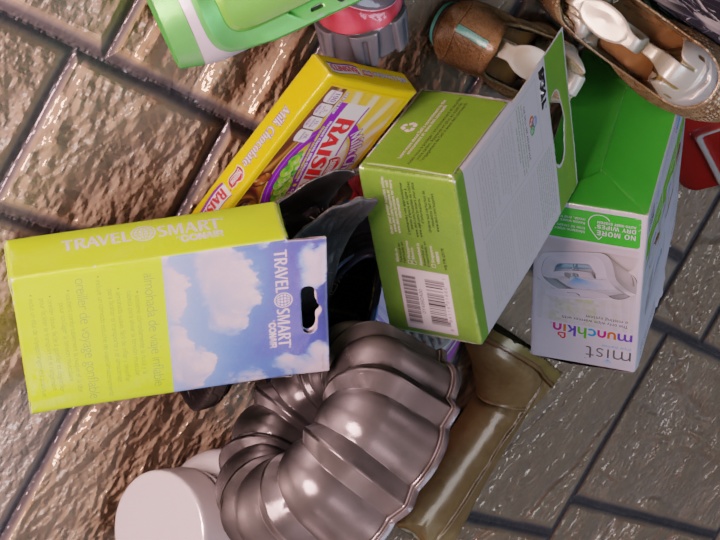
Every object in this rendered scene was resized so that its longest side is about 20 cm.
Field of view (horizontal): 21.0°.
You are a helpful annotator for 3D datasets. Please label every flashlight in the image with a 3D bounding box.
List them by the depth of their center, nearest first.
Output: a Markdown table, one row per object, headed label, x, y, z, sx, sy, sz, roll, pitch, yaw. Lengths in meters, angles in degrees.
| label | x | y | z | sx | sy | sz | roll | pitch | yaw |
| --- | --- | --- | --- | --- | --- | --- | --- | --- | --- |
| flashlight | -0.010 | -0.227 | 1.266 | 0.068 | 0.068 | 0.201 | -55 | 151 | -35 |

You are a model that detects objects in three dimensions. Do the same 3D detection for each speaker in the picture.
| label | x | y | z | sx | sy | sz | roll | pitch | yaw |
| --- | --- | --- | --- | --- | --- | --- | --- | --- | --- |
| speaker | -0.035 | -0.197 | 1.181 | 0.199 | 0.089 | 0.089 | -25 | 141 | -4 |

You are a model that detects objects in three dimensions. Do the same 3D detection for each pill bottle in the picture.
| label | x | y | z | sx | sy | sz | roll | pitch | yaw |
| --- | --- | --- | --- | --- | --- | --- | --- | --- | --- |
| pill bottle | -0.086 | 0.191 | 1.470 | 0.200 | 0.114 | 0.115 | 3 | 115 | -54 |

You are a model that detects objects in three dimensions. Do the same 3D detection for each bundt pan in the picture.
| label | x | y | z | sx | sy | sz | roll | pitch | yaw |
| --- | --- | --- | --- | --- | --- | --- | --- | --- | --- |
| bundt pan | -0.026 | 0.115 | 1.328 | 0.076 | 0.202 | 0.202 | 39 | 83 | -22 |

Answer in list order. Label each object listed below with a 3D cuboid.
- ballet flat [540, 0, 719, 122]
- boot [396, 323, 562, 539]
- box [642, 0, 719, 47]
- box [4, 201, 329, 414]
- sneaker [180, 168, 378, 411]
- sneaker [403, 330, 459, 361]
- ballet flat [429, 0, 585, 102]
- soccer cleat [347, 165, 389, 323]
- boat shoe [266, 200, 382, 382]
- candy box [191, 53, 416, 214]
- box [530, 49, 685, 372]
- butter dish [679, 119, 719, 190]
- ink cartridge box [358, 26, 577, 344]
| label | x | y | z | sx | sy | sz | roll | pitch | yaw |
| --- | --- | --- | --- | --- | --- | --- | --- | --- | --- |
| ballet flat | 0.222 | -0.172 | 1.516 | 0.071 | 0.199 | 0.065 | -57 | -171 | 18 |
| boot | 0.093 | 0.149 | 1.722 | 0.200 | 0.066 | 0.175 | -56 | 147 | -1 |
| box | 0.272 | -0.246 | 1.503 | 0.104 | 0.200 | 0.182 | -57 | 147 | 1 |
| box | -0.122 | 0.024 | 1.253 | 0.199 | 0.048 | 0.122 | -8 | 131 | -9 |
| sneaker | -0.062 | 0.017 | 1.348 | 0.104 | 0.060 | 0.200 | -13 | 141 | -30 |
| sneaker | 0.080 | 0.007 | 1.599 | 0.201 | 0.073 | 0.114 | -50 | 167 | -21 |
| ballet flat | 0.131 | -0.163 | 1.502 | 0.200 | 0.072 | 0.068 | 14 | 104 | -57 |
| soccer cleat | 0.000 | 0.000 | 1.487 | 0.073 | 0.068 | 0.201 | 2 | 128 | -22 |
| boat shoe | -0.031 | 0.041 | 1.434 | 0.084 | 0.069 | 0.201 | 5 | 128 | -12 |
| candy box | -0.053 | -0.062 | 1.332 | 0.200 | 0.026 | 0.102 | -50 | 154 | 24 |
| box | 0.209 | -0.050 | 1.606 | 0.177 | 0.096 | 0.200 | 87 | 18 | -44 |
| butter dish | 0.354 | -0.179 | 1.735 | 0.199 | 0.149 | 0.200 | -16 | 156 | 16 |
| ink cartridge box | 0.085 | -0.067 | 1.402 | 0.200 | 0.075 | 0.148 | -54 | 144 | -43 |
